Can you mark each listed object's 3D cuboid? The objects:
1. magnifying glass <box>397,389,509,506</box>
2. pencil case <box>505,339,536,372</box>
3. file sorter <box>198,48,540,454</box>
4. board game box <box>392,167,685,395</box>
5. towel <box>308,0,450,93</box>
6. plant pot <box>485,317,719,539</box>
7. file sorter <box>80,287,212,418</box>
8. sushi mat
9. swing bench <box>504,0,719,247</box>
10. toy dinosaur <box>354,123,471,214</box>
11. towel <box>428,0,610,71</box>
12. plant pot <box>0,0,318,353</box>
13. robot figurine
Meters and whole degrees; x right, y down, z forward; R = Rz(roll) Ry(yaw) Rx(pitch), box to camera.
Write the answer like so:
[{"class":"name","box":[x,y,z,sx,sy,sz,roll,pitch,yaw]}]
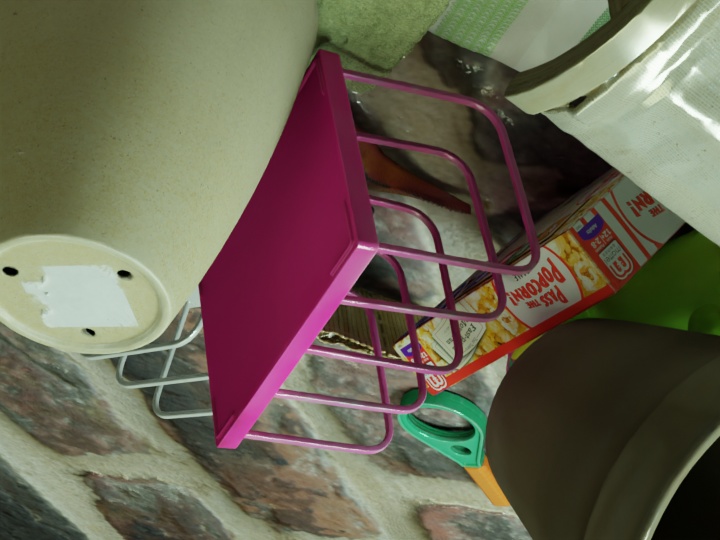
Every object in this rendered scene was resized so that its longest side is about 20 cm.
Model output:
[{"class":"magnifying glass","box":[0.097,0.167,1.322,0.079,0.022,0.200,-3,146,29]},{"class":"pencil case","box":[0.204,0.088,1.080,0.200,0.089,0.088,26,149,-20]},{"class":"file sorter","box":[0.000,0.000,0.839,0.125,0.139,0.200,9,139,-25]},{"class":"board game box","box":[0.125,-0.009,0.886,0.046,0.151,0.200,51,145,-1]},{"class":"towel","box":[-0.018,-0.171,0.756,0.148,0.037,0.200,24,152,-10]},{"class":"plant pot","box":[0.162,0.108,0.756,0.200,0.200,0.173,42,175,-37]},{"class":"file sorter","box":[-0.157,0.009,1.081,0.138,0.125,0.200,-9,141,35]},{"class":"sushi mat","box":[0.012,0.039,1.039,0.095,0.012,0.200,22,-171,-6]},{"class":"swing bench","box":[0.193,-0.115,0.626,0.199,0.201,0.130,32,146,-25]},{"class":"toy dinosaur","box":[-0.035,-0.101,0.925,0.199,0.105,0.182,-16,140,-10]},{"class":"towel","box":[0.058,-0.170,0.772,0.199,0.031,0.149,21,149,-8]},{"class":"plant pot","box":[-0.123,-0.066,0.714,0.187,0.200,0.188,3,143,2]},{"class":"robot figurine","box":[0.220,0.034,0.905,0.199,0.176,0.116,-24,106,4]}]
